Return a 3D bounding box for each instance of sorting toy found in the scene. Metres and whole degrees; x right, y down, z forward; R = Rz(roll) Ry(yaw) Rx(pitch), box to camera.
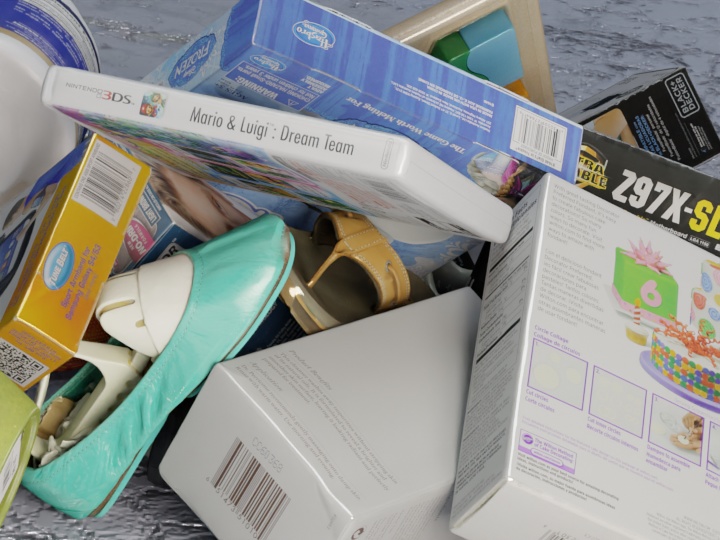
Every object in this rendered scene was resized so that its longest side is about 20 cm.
[{"bbox_3d":[0.029,-0.085,1.656,0.185,0.200,0.037,-27,66,-6],"label":"sorting toy"}]

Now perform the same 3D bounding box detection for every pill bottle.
[{"bbox_3d":[-0.207,-0.100,1.601,0.119,0.120,0.200,6,18,-1],"label":"pill bottle"}]

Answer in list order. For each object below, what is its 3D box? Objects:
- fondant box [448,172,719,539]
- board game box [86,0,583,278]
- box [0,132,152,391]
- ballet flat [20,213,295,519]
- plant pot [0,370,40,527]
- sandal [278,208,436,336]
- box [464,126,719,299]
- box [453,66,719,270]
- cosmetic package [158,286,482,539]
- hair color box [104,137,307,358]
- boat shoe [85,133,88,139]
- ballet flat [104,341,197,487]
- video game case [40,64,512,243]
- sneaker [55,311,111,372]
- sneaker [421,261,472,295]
[{"bbox_3d":[0.129,0.066,1.419,0.144,0.058,0.200,25,48,-16],"label":"fondant box"},{"bbox_3d":[-0.019,-0.063,1.541,0.200,0.043,0.199,23,-28,-24],"label":"board game box"},{"bbox_3d":[-0.186,0.021,1.452,0.041,0.200,0.119,34,52,-21],"label":"box"},{"bbox_3d":[-0.111,0.043,1.401,0.070,0.200,0.067,24,29,-27],"label":"ballet flat"},{"bbox_3d":[-0.259,0.067,1.343,0.200,0.187,0.187,22,21,2],"label":"plant pot"},{"bbox_3d":[0.000,0.000,1.500,0.080,0.054,0.200,53,17,22],"label":"sandal"},{"bbox_3d":[0.159,0.023,1.557,0.200,0.160,0.049,21,-8,18],"label":"box"},{"bbox_3d":[0.111,-0.053,1.762,0.200,0.060,0.117,-27,6,-9],"label":"box"},{"bbox_3d":[0.012,0.088,1.434,0.200,0.081,0.113,-13,53,-47],"label":"cosmetic package"},{"bbox_3d":[-0.064,0.012,1.532,0.200,0.061,0.100,32,15,-39],"label":"hair color box"},{"bbox_3d":[-0.160,-0.028,1.759,0.072,0.069,0.200,6,23,-4],"label":"boat shoe"},{"bbox_3d":[-0.108,0.063,1.533,0.073,0.073,0.200,1,23,-16],"label":"ballet flat"},{"bbox_3d":[-0.035,-0.054,1.387,0.182,0.024,0.200,13,-4,18],"label":"video game case"},{"bbox_3d":[-0.127,-0.019,1.655,0.073,0.077,0.200,41,61,6],"label":"sneaker"},{"bbox_3d":[0.097,0.040,1.622,0.200,0.092,0.076,17,21,24],"label":"sneaker"}]
